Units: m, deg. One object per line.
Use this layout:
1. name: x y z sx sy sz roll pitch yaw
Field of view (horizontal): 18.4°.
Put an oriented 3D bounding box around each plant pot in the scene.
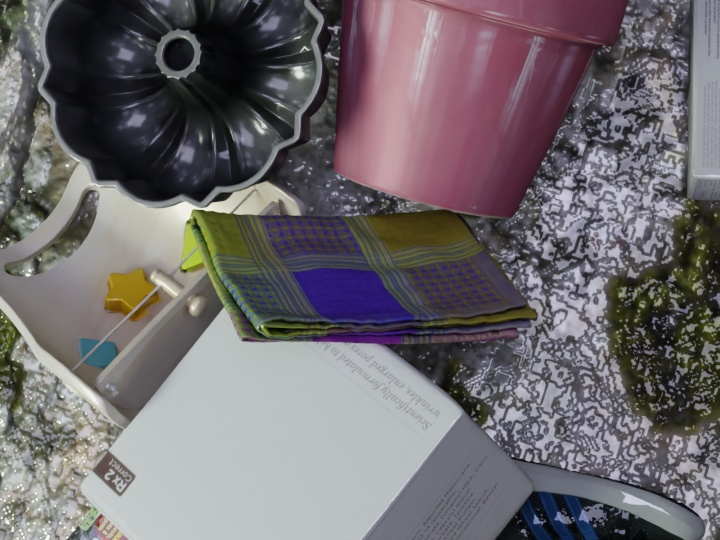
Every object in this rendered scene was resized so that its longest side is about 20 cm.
1. plant pot: 0.065 -0.137 1.477 0.198 0.200 0.181 16 98 7

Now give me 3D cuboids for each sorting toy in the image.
1. sorting toy: -0.163 0.003 1.515 0.179 0.107 0.200 34 65 24

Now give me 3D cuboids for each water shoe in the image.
1. water shoe: 0.128 0.171 1.478 0.198 0.071 0.080 11 85 17

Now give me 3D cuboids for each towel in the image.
1. towel: 0.000 0.000 1.425 0.198 0.144 0.023 0 123 -22

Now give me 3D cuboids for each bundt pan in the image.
1. bundt pan: -0.108 -0.136 1.469 0.200 0.076 0.204 -1 85 16

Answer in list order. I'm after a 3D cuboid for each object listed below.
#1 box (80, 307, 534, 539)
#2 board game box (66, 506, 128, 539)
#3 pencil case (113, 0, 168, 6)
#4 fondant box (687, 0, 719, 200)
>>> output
1. box: -0.034 0.139 1.427 0.199 0.131 0.200 37 85 35
2. board game box: -0.201 0.266 1.511 0.105 0.023 0.200 38 86 7
3. pencil case: -0.105 -0.226 1.551 0.198 0.091 0.084 -7 115 5
4. fondant box: 0.322 -0.120 1.504 0.198 0.058 0.146 2 74 6
